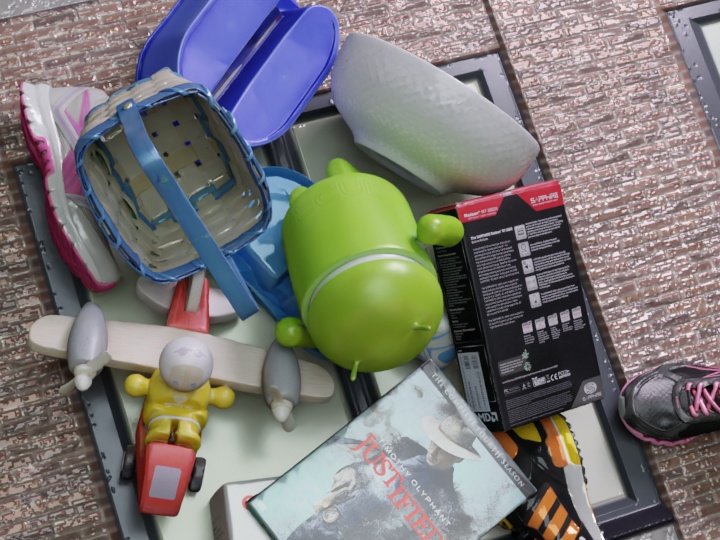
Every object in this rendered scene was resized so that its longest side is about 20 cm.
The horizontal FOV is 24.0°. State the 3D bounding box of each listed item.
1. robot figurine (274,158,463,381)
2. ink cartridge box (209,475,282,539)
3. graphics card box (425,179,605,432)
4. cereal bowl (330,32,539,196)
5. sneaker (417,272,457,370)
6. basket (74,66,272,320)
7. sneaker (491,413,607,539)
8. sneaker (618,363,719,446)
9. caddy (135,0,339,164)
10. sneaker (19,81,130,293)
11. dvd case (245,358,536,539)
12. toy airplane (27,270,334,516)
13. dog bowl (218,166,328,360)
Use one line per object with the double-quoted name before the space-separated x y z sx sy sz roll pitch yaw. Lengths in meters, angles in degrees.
"robot figurine" 0.000 0.000 1.409 0.175 0.116 0.200 -35 44 15
"ink cartridge box" -0.040 0.271 1.415 0.145 0.084 0.201 -6 75 -14
"graphics card box" 0.137 0.031 1.480 0.125 0.051 0.201 -15 92 -36
"cereal bowl" 0.054 -0.125 1.505 0.200 0.200 0.084 32 89 -2
"sneaker" 0.109 0.012 1.545 0.072 0.073 0.200 28 54 27
"basket" -0.148 -0.063 1.379 0.139 0.200 0.177 -32 118 -5
"sneaker" 0.161 0.227 1.486 0.090 0.070 0.201 -11 72 -10
"sneaker" 0.335 0.115 1.540 0.199 0.095 0.079 -1 75 -11
"caddy" -0.113 -0.189 1.530 0.141 0.105 0.200 44 66 -22
"sneaker" -0.235 -0.080 1.479 0.088 0.081 0.201 -14 78 -14
"dvd case" 0.027 0.187 1.397 0.200 0.022 0.146 -36 82 -20
"toy airplane" -0.147 0.078 1.419 0.200 0.141 0.199 -34 83 -20
"dog bowl" -0.049 -0.001 1.514 0.200 0.050 0.111 45 70 3
